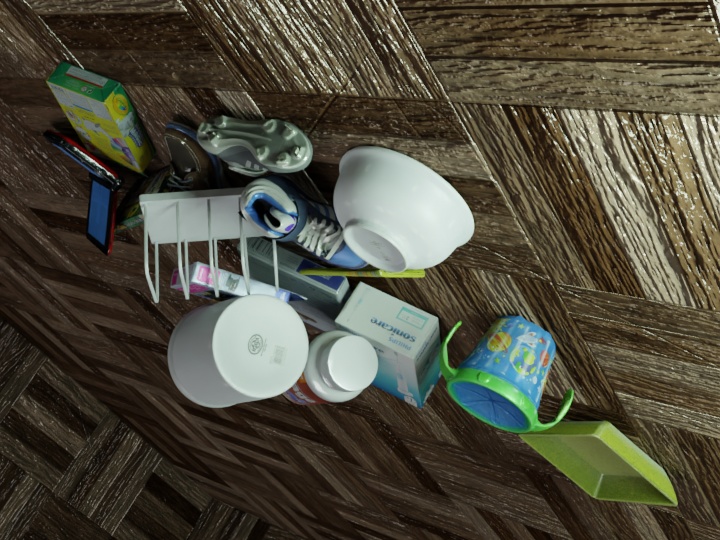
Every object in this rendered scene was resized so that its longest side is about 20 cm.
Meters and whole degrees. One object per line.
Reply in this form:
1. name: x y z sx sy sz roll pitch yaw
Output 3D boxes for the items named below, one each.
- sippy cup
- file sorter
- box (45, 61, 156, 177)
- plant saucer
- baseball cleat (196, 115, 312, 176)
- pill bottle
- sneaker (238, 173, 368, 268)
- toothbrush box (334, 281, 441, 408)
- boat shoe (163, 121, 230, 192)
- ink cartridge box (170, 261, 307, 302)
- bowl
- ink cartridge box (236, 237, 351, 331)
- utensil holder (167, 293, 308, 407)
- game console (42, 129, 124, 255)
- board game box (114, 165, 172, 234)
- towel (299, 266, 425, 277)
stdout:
1. sippy cup: 0.209 0.139 1.532 0.139 0.131 0.178 1 143 49
2. file sorter: -0.220 -0.034 1.617 0.199 0.125 0.139 -5 156 -5
3. box: -0.391 -0.226 1.663 0.117 0.048 0.200 23 154 20
4. plant saucer: 0.388 0.301 1.742 0.200 0.048 0.200 40 156 -18
5. baseball cleat: -0.127 -0.162 1.453 0.200 0.070 0.106 21 169 35
6. pill bottle: -0.053 0.153 1.704 0.112 0.112 0.200 38 158 -15
7. sneaker: -0.078 -0.054 1.484 0.200 0.081 0.146 37 -160 -1
8. toothbrush box: 0.050 0.125 1.762 0.146 0.085 0.200 24 157 21
9. boat shoe: -0.249 -0.140 1.620 0.072 0.073 0.200 18 154 29
10. ink cartridge box: -0.199 0.035 1.768 0.199 0.042 0.119 16 168 -24
11. bowl: 0.039 -0.062 1.395 0.201 0.091 0.201 27 157 13
12. ink cartridge box: -0.100 0.031 1.821 0.196 0.043 0.200 24 159 18
13. utensil holder: -0.193 0.125 1.686 0.170 0.170 0.200 39 157 -16
14. game console: -0.469 -0.133 1.790 0.172 0.119 0.200 38 173 -26
15. board game box: -0.353 -0.116 1.761 0.023 0.105 0.200 35 157 -24
16. towel: 0.000 0.000 1.605 0.086 0.018 0.200 2 180 -39
